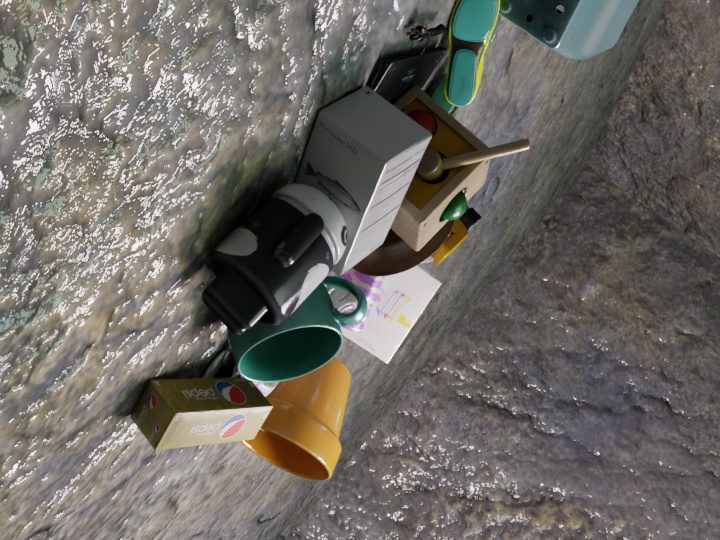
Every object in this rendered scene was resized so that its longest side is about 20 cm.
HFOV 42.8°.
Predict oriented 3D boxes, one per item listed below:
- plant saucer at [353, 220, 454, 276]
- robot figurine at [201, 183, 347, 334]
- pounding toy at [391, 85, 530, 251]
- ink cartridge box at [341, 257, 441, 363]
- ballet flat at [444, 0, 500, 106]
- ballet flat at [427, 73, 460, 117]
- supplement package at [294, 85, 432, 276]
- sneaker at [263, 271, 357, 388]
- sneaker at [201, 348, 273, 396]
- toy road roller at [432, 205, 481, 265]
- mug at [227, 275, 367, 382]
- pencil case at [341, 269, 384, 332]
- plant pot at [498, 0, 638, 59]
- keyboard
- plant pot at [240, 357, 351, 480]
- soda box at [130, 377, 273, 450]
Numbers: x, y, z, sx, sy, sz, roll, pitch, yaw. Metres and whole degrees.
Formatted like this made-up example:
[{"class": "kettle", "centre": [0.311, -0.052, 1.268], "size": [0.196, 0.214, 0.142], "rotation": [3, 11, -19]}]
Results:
[{"class": "plant saucer", "centre": [0.051, -0.082, 1.423], "size": [0.201, 0.199, 0.037], "rotation": [-50, 135, -16]}, {"class": "robot figurine", "centre": [-0.102, -0.014, 1.132], "size": [0.200, 0.149, 0.126], "rotation": [-47, 135, -24]}, {"class": "pounding toy", "centre": [0.105, -0.151, 1.319], "size": [0.184, 0.200, 0.143], "rotation": [-44, 164, -15]}, {"class": "ink cartridge box", "centre": [0.041, 0.034, 1.650], "size": [0.202, 0.124, 0.129], "rotation": [-56, -158, 4]}, {"class": "ballet flat", "centre": [0.162, -0.346, 1.370], "size": [0.068, 0.065, 0.203], "rotation": [-76, 176, -55]}, {"class": "ballet flat", "centre": [0.104, -0.222, 1.465], "size": [0.201, 0.074, 0.074], "rotation": [-51, 166, -7]}, {"class": "supplement package", "centre": [-0.009, -0.118, 1.219], "size": [0.117, 0.116, 0.202], "rotation": [-36, 157, -45]}, {"class": "sneaker", "centre": [-0.075, 0.099, 1.381], "size": [0.201, 0.081, 0.075], "rotation": [-53, -173, -1]}, {"class": "sneaker", "centre": [-0.173, 0.151, 1.411], "size": [0.200, 0.072, 0.116], "rotation": [-41, 158, -44]}, {"class": "toy road roller", "centre": [0.136, -0.075, 1.821], "size": [0.200, 0.123, 0.146], "rotation": [-39, 172, -48]}, {"class": "mug", "centre": [-0.096, 0.065, 1.275], "size": [0.181, 0.116, 0.153], "rotation": [-6, 148, -25]}, {"class": "pencil case", "centre": [0.000, 0.000, 1.518], "size": [0.084, 0.084, 0.204], "rotation": [17, -93, 63]}, {"class": "plant pot", "centre": [0.303, -0.431, 1.361], "size": [0.199, 0.195, 0.198], "rotation": [-39, 161, -43]}, {"class": "keyboard", "centre": [0.073, -0.295, 1.283], "size": [0.128, 0.021, 0.199], "rotation": [-55, 169, 30]}, {"class": "plant pot", "centre": [-0.106, 0.247, 1.659], "size": [0.201, 0.197, 0.186], "rotation": [100, 15, -62]}, {"class": "soda box", "centre": [-0.215, 0.194, 1.265], "size": [0.198, 0.068, 0.065], "rotation": [7, 121, -55]}]
